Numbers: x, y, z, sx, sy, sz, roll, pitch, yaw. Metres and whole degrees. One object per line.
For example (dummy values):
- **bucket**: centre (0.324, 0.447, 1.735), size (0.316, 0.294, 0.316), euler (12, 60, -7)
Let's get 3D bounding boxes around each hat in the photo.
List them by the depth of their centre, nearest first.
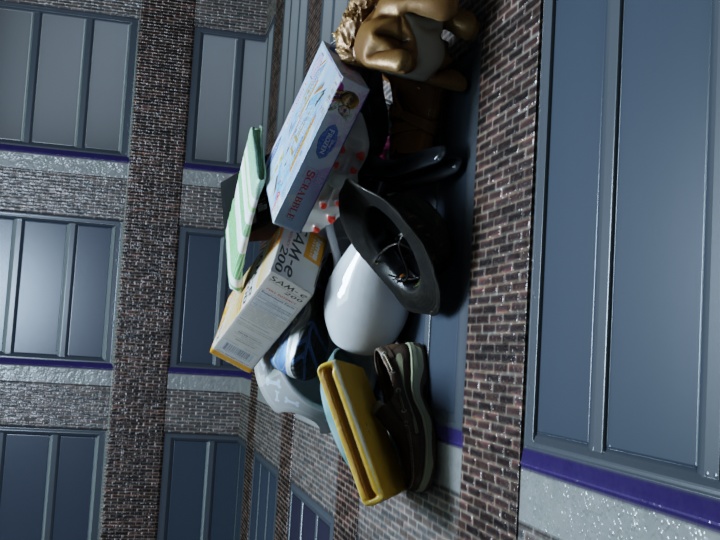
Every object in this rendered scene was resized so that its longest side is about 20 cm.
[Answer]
- **hat**: centre (0.060, -0.044, 1.249), size (0.201, 0.081, 0.201), euler (48, 161, 22)

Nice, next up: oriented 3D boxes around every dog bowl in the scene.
- **dog bowl**: centre (-0.062, 0.146, 1.550), size (0.059, 0.198, 0.202), euler (-42, 42, 49)

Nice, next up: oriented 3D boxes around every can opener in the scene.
- **can opener**: centre (0.061, -0.123, 1.294), size (0.199, 0.063, 0.080), euler (-12, 66, 50)

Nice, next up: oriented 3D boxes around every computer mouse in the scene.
- **computer mouse**: centre (-0.014, -0.242, 1.377), size (0.138, 0.052, 0.202), euler (-25, 67, 47)

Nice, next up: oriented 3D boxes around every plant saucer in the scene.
- **plant saucer**: centre (-0.010, 0.207, 1.390), size (0.200, 0.036, 0.202), euler (-22, -90, -80)

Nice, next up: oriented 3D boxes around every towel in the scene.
- **towel**: centre (-0.164, -0.087, 1.445), size (0.153, 0.023, 0.201), euler (-101, 25, -51)

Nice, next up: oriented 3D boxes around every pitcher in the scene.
- **pitcher**: centre (0.000, 0.000, 1.406), size (0.171, 0.121, 0.202), euler (31, 119, 35)

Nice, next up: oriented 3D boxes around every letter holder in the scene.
- **letter holder**: centre (-0.117, -0.108, 1.570), size (0.199, 0.141, 0.102), euler (-15, 79, 61)

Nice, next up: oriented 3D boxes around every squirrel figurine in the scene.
- **squirrel figurine**: centre (0.056, -0.332, 1.226), size (0.199, 0.141, 0.189), euler (23, 102, 45)

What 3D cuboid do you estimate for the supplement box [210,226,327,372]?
- **supplement box**: centre (-0.134, 0.036, 1.460), size (0.200, 0.073, 0.127), euler (-50, 18, 37)

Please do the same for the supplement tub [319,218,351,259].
- **supplement tub**: centre (-0.043, -0.031, 1.611), size (0.200, 0.143, 0.146), euler (-114, 31, -65)

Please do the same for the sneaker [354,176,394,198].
- **sneaker**: centre (-0.020, -0.108, 1.473), size (0.075, 0.199, 0.089), euler (15, 102, 48)

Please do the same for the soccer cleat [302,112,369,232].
- **soccer cleat**: centre (-0.039, -0.127, 1.344), size (0.200, 0.069, 0.078), euler (126, 158, -44)

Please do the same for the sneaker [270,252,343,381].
- **sneaker**: centre (-0.075, 0.061, 1.469), size (0.077, 0.076, 0.201), euler (0, 59, 48)

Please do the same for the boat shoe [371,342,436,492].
- **boat shoe**: centre (0.048, 0.186, 1.291), size (0.075, 0.074, 0.204), euler (111, 159, -50)

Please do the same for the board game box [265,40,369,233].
- **board game box**: centre (-0.062, -0.176, 1.294), size (0.201, 0.041, 0.200), euler (-62, 19, 19)

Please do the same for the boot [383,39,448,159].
- **boot**: centre (0.065, -0.226, 1.379), size (0.200, 0.076, 0.157), euler (-168, 85, -66)

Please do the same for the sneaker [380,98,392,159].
- **sneaker**: centre (0.014, -0.222, 1.505), size (0.200, 0.080, 0.089), euler (75, -157, -80)

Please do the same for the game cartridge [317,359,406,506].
- **game cartridge**: centre (0.005, 0.205, 1.282), size (0.200, 0.032, 0.178), euler (45, -156, -77)
